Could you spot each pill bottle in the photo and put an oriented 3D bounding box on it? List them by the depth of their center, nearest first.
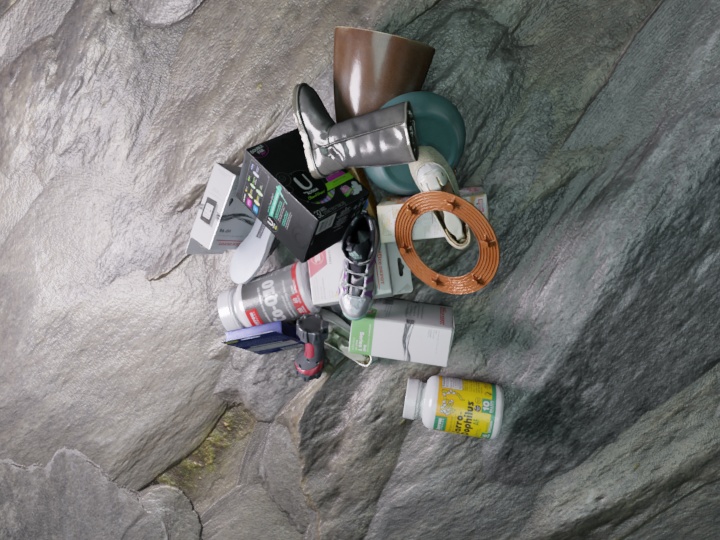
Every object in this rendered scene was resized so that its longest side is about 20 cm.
[{"bbox_3d":[0.193,0.283,1.230,0.198,0.113,0.114,8,104,6],"label":"pill bottle"},{"bbox_3d":[-0.191,0.063,1.232,0.198,0.114,0.115,-19,100,12],"label":"pill bottle"}]

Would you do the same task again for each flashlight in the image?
[{"bbox_3d":[-0.107,0.159,1.211,0.068,0.201,0.068,-38,64,-25],"label":"flashlight"}]

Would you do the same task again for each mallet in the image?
[{"bbox_3d":[0.011,0.009,1.235,0.041,0.066,0.200,44,90,-4],"label":"mallet"}]

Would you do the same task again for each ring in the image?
[{"bbox_3d":[0.143,-0.042,1.004,0.199,0.019,0.202,21,131,26],"label":"ring"}]

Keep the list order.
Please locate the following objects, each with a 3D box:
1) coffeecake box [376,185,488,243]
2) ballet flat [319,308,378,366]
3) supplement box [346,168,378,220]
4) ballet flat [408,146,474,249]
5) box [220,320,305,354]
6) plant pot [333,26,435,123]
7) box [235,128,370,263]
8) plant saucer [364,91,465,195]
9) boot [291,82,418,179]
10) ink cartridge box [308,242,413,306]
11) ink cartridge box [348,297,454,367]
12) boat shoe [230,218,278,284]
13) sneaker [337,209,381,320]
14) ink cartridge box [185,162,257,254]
[{"bbox_3d":[0.140,-0.110,1.123,0.198,0.154,0.074,-5,103,9],"label":"coffeecake box"},{"bbox_3d":[-0.049,0.143,1.256,0.199,0.069,0.070,31,105,0],"label":"ballet flat"},{"bbox_3d":[-0.018,-0.163,1.179,0.066,0.069,0.201,-22,102,15],"label":"supplement box"},{"bbox_3d":[0.143,-0.128,1.007,0.067,0.062,0.201,-29,97,15],"label":"ballet flat"},{"bbox_3d":[-0.195,0.139,1.213,0.120,0.200,0.033,-12,74,10],"label":"box"},{"bbox_3d":[0.025,-0.321,1.074,0.185,0.187,0.202,13,105,5],"label":"plant pot"},{"bbox_3d":[-0.112,-0.145,1.104,0.200,0.148,0.125,44,139,16],"label":"box"},{"bbox_3d":[0.102,-0.217,1.052,0.198,0.036,0.202,-7,126,-10],"label":"plant saucer"},{"bbox_3d":[-0.009,-0.252,0.990,0.199,0.072,0.184,-10,104,34],"label":"boot"},{"bbox_3d":[0.000,0.000,1.169,0.198,0.068,0.118,-9,81,5],"label":"ink cartridge box"},{"bbox_3d":[0.086,0.119,1.189,0.198,0.146,0.085,8,106,7],"label":"ink cartridge box"},{"bbox_3d":[-0.202,-0.061,1.218,0.069,0.066,0.202,24,90,25],"label":"boat shoe"},{"bbox_3d":[-0.009,-0.013,1.066,0.077,0.140,0.202,4,82,8],"label":"sneaker"},{"bbox_3d":[-0.268,-0.108,1.194,0.066,0.115,0.201,32,108,27],"label":"ink cartridge box"}]
